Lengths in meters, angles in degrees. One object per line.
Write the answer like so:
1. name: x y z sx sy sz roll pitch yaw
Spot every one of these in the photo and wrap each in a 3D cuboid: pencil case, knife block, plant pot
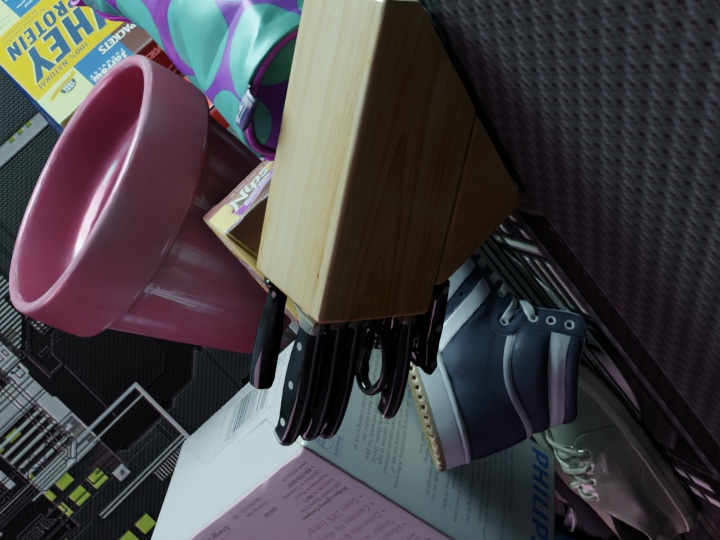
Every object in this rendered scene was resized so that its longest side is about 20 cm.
1. pencil case: -0.084 -0.140 0.598 0.085 0.093 0.200 -4 -141 -49
2. knife block: -0.013 -0.017 0.533 0.064 0.176 0.200 36 167 45
3. plant pot: -0.135 -0.029 0.817 0.178 0.201 0.200 27 -178 -30

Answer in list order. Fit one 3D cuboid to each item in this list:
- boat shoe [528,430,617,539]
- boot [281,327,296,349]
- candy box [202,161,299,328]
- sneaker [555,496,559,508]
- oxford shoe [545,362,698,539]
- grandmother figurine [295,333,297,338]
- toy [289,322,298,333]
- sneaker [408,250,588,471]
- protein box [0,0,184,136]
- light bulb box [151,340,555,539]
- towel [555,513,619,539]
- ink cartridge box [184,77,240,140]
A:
1. boat shoe: 0.143 0.145 0.826 0.200 0.062 0.073 49 -143 -37
2. boot: -0.022 0.034 1.118 0.173 0.201 0.069 21 138 -16
3. candy box: 0.000 0.000 0.756 0.200 0.117 0.056 50 170 -26
4. sneaker: 0.125 0.142 1.037 0.200 0.079 0.096 44 150 10
5. oxford shoe: 0.160 0.122 0.746 0.200 0.058 0.075 51 173 -22
6. grandmother figurine: -0.002 0.064 0.869 0.200 0.121 0.061 49 131 25
7. toy: -0.009 0.051 1.032 0.200 0.115 0.047 43 146 11
8. sneaker: 0.071 0.010 0.667 0.070 0.108 0.202 84 172 -81
9. protein box: -0.237 -0.172 1.068 0.200 0.135 0.199 40 170 36
10. light bulb box: -0.005 0.165 0.739 0.199 0.198 0.125 35 -142 -18
11. towel: 0.210 0.257 0.936 0.199 0.049 0.112 25 -179 -27
12. ink cartridge box: -0.105 -0.108 0.943 0.200 0.067 0.116 52 170 -28
